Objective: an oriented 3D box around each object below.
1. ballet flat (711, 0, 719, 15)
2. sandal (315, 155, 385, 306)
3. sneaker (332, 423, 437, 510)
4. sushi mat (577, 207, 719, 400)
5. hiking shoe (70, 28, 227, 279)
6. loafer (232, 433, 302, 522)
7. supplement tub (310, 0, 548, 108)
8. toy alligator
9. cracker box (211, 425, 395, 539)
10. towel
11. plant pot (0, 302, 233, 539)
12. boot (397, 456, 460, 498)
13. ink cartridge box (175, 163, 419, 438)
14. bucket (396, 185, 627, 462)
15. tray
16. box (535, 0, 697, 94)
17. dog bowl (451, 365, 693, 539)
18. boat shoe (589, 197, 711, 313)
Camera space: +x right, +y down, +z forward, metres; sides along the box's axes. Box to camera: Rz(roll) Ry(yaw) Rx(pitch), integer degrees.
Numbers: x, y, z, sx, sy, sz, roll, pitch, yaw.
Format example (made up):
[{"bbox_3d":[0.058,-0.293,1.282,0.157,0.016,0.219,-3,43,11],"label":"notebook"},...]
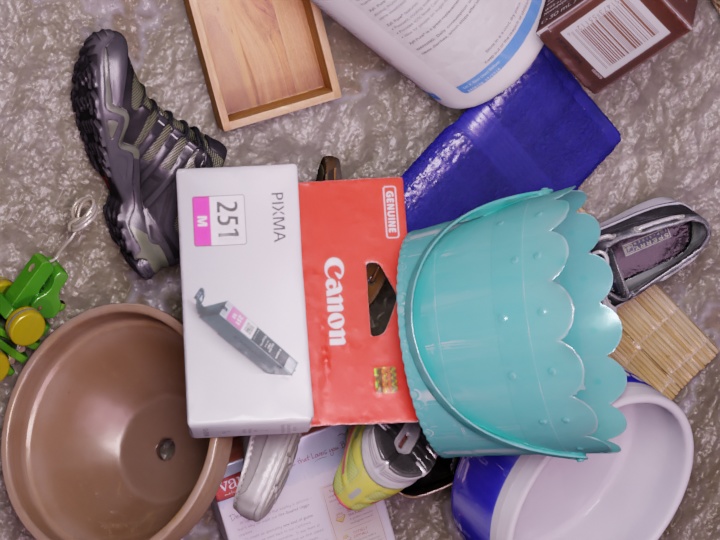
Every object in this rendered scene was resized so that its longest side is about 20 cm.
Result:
[{"bbox_3d":[0.326,-0.221,1.699,0.200,0.065,0.071,41,90,-19],"label":"ballet flat"},{"bbox_3d":[0.000,0.000,1.656,0.054,0.082,0.201,-14,108,-5],"label":"sandal"},{"bbox_3d":[0.028,0.124,1.656,0.078,0.200,0.090,44,121,0],"label":"sneaker"},{"bbox_3d":[0.211,0.038,1.756,0.096,0.012,0.200,-46,109,1],"label":"sushi mat"},{"bbox_3d":[-0.159,-0.098,1.606,0.100,0.076,0.201,-20,116,-19],"label":"hiking shoe"},{"bbox_3d":[-0.075,0.101,1.636,0.070,0.070,0.201,13,61,1],"label":"loafer"},{"bbox_3d":[0.039,-0.226,1.572,0.200,0.132,0.132,36,92,-31],"label":"supplement tub"},{"bbox_3d":[-0.258,0.031,1.611,0.200,0.059,0.054,-48,137,1],"label":"toy alligator"},{"bbox_3d":[-0.043,0.223,1.710,0.134,0.058,0.201,-19,107,-11],"label":"cracker box"},{"bbox_3d":[0.106,-0.080,1.665,0.200,0.050,0.148,-48,133,-2],"label":"towel"},{"bbox_3d":[-0.174,0.133,1.616,0.201,0.201,0.093,-56,150,3],"label":"plant pot"},{"bbox_3d":[0.110,0.139,1.722,0.200,0.075,0.074,-24,106,-9],"label":"boot"},{"bbox_3d":[-0.046,0.020,1.544,0.173,0.044,0.201,-3,73,-3],"label":"ink cartridge box"},{"bbox_3d":[0.115,0.046,1.563,0.134,0.207,0.208,-10,107,16],"label":"bucket"},{"bbox_3d":[-0.088,-0.219,1.608,0.098,0.037,0.201,-17,107,-11],"label":"tray"},{"bbox_3d":[0.207,-0.236,1.585,0.075,0.200,0.100,43,127,-18],"label":"box"},{"bbox_3d":[0.174,0.171,1.701,0.200,0.079,0.201,-21,129,-28],"label":"dog bowl"},{"bbox_3d":[0.195,0.005,1.701,0.199,0.068,0.074,-22,107,-7],"label":"boat shoe"}]
